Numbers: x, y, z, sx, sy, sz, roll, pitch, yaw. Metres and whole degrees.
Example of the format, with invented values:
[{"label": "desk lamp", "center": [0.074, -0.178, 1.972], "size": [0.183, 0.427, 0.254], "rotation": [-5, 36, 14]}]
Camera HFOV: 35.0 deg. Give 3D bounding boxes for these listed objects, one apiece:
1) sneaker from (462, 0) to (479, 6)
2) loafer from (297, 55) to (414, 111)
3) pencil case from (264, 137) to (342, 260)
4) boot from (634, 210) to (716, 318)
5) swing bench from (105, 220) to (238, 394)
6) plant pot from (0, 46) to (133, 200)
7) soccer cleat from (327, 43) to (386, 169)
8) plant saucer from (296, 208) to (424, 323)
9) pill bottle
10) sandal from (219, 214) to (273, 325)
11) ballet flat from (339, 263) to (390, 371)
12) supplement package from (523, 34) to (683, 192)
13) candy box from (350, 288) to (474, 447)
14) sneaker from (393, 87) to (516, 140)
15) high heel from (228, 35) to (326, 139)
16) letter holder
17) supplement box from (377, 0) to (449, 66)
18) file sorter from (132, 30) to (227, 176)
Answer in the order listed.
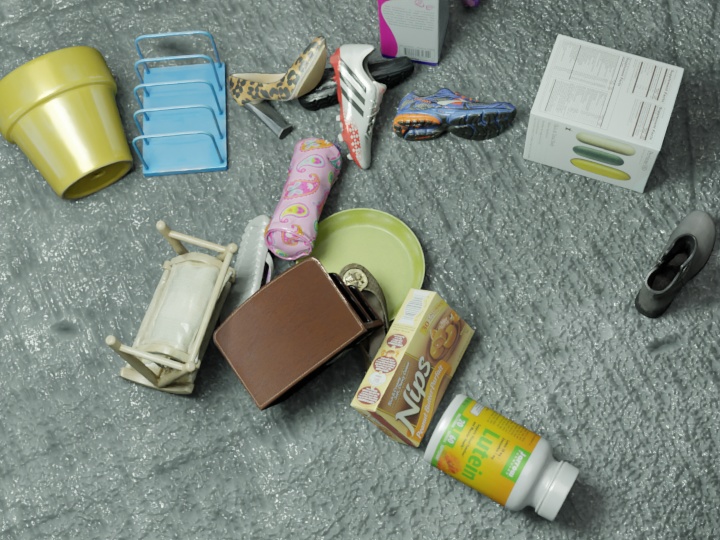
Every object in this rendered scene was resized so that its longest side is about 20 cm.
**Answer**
[{"label": "sneaker", "center": [0.228, -0.536, 1.956], "size": [0.088, 0.081, 0.200], "rotation": [18, 69, 2]}, {"label": "loafer", "center": [-0.012, -0.324, 1.885], "size": [0.200, 0.068, 0.071], "rotation": [-16, 77, 1]}, {"label": "pencil case", "center": [-0.086, -0.114, 1.779], "size": [0.087, 0.087, 0.200], "rotation": [12, 56, 8]}, {"label": "boot", "center": [0.482, -0.025, 1.699], "size": [0.070, 0.132, 0.200], "rotation": [28, 72, 15]}, {"label": "swing bench", "center": [-0.269, 0.064, 1.680], "size": [0.130, 0.200, 0.199], "rotation": [18, 70, 1]}, {"label": "plant pot", "center": [-0.460, -0.224, 1.816], "size": [0.201, 0.201, 0.189], "rotation": [-29, 85, -8]}, {"label": "soccer cleat", "center": [0.004, -0.263, 1.823], "size": [0.085, 0.069, 0.200], "rotation": [-9, 97, 14]}, {"label": "plant saucer", "center": [0.000, 0.000, 1.773], "size": [0.200, 0.031, 0.200], "rotation": [-1, 68, 2]}, {"label": "pill bottle", "center": [0.201, 0.268, 1.608], "size": [0.200, 0.111, 0.111], "rotation": [28, 72, 14]}, {"label": "sandal", "center": [-0.162, 0.008, 1.767], "size": [0.050, 0.082, 0.203], "rotation": [29, 63, -32]}, {"label": "ballet flat", "center": [0.015, 0.085, 1.699], "size": [0.067, 0.046, 0.200], "rotation": [-15, 87, -2]}, {"label": "supplement package", "center": [0.376, -0.243, 1.783], "size": [0.200, 0.152, 0.151], "rotation": [18, 70, 10]}, {"label": "candy box", "center": [0.078, 0.141, 1.662], "size": [0.055, 0.115, 0.200], "rotation": [9, 64, 46]}, {"label": "sneaker", "center": [0.153, -0.261, 1.849], "size": [0.200, 0.075, 0.079], "rotation": [0, 64, 2]}, {"label": "high heel", "center": [-0.138, -0.327, 1.840], "size": [0.143, 0.200, 0.071], "rotation": [44, 37, 15]}, {"label": "letter holder", "center": [-0.094, 0.084, 1.656], "size": [0.200, 0.101, 0.142], "rotation": [-38, 82, 14]}, {"label": "supplement box", "center": [0.088, -0.435, 1.853], "size": [0.101, 0.200, 0.104], "rotation": [11, 69, 8]}, {"label": "file sorter", "center": [-0.295, -0.273, 1.854], "size": [0.139, 0.123, 0.200], "rotation": [-4, 67, 1]}]
